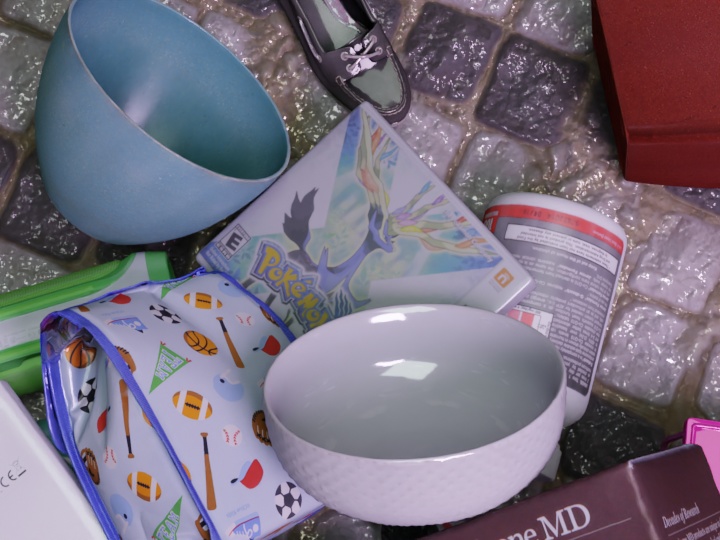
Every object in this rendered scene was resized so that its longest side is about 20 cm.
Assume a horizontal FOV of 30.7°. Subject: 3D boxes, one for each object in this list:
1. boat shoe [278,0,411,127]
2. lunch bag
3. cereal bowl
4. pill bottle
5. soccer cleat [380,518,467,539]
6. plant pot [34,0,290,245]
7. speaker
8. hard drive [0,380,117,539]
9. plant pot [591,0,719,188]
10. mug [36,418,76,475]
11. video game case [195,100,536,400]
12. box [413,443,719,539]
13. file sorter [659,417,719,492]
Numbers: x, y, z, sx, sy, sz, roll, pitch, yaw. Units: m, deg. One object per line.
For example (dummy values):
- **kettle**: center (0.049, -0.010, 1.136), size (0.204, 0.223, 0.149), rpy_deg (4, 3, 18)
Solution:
- **boat shoe**: center (-0.024, -0.208, 1.090), size (0.066, 0.057, 0.201), rpy_deg (-31, 80, -7)
- **lunch bag**: center (-0.117, 0.101, 0.917), size (0.124, 0.169, 0.201), rpy_deg (-37, 78, 36)
- **cereal bowl**: center (0.037, 0.102, 0.855), size (0.198, 0.201, 0.084), rpy_deg (-7, 115, -2)
- **pill bottle**: center (0.128, 0.052, 1.007), size (0.115, 0.116, 0.202), rpy_deg (16, 78, 2)
- **soccer cleat**: center (0.040, 0.164, 1.017), size (0.068, 0.073, 0.202), rpy_deg (-31, 61, 23)
- **plant pot**: center (-0.173, -0.099, 1.014), size (0.200, 0.200, 0.135), rpy_deg (49, 117, 8)
- **speaker**: center (-0.237, 0.048, 1.017), size (0.198, 0.089, 0.089), rpy_deg (-16, 79, -5)
- **hard drive**: center (-0.238, 0.195, 0.899), size (0.132, 0.026, 0.201), rpy_deg (-39, 81, -1)
- **plant pot**: center (0.278, -0.167, 1.027), size (0.174, 0.200, 0.202), rpy_deg (-11, 78, 8)
- **mug**: center (-0.214, 0.201, 0.970), size (0.150, 0.114, 0.187), rpy_deg (-9, 78, -3)
- **video game case**: center (0.000, 0.000, 0.983), size (0.182, 0.022, 0.200), rpy_deg (-42, 68, 0)
- **box**: center (0.160, 0.236, 0.839), size (0.165, 0.164, 0.202), rpy_deg (-26, 76, 26)
- **file sorter**: center (0.321, 0.198, 0.974), size (0.197, 0.125, 0.141), rpy_deg (8, 79, 2)
